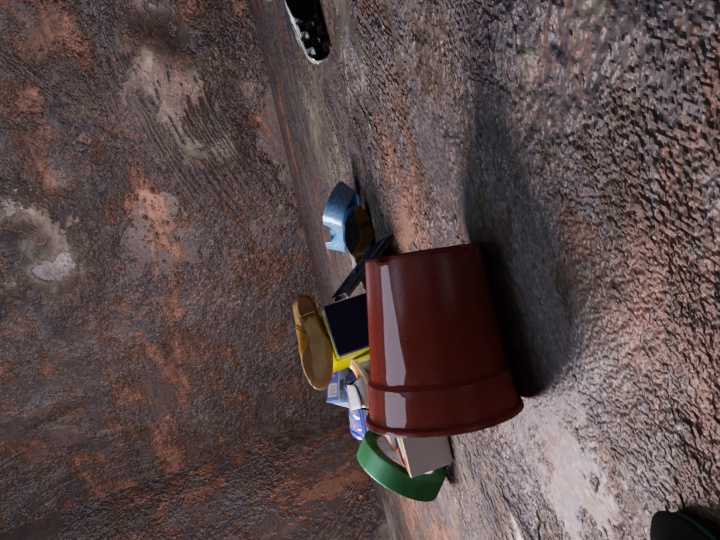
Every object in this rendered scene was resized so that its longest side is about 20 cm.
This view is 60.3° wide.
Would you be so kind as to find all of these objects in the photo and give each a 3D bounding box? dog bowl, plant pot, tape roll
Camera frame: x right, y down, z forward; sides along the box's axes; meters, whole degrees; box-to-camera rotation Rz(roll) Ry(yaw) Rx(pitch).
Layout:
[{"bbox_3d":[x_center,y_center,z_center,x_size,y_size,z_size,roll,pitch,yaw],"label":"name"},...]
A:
[{"bbox_3d":[-0.041,-0.122,1.489,0.202,0.048,0.113,89,-154,-59],"label":"dog bowl"},{"bbox_3d":[0.089,0.074,0.757,0.201,0.194,0.202,-177,79,-81],"label":"plant pot"},{"bbox_3d":[0.089,0.422,1.351,0.049,0.196,0.200,-65,16,6],"label":"tape roll"}]

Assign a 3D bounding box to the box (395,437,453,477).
[{"bbox_3d":[0.108,0.291,1.269,0.124,0.095,0.206,-140,35,-75],"label":"box"}]

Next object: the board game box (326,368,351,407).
[{"bbox_3d":[-0.023,0.257,1.640,0.198,0.042,0.206,32,-127,-54],"label":"board game box"}]

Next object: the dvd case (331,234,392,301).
[{"bbox_3d":[0.000,0.000,1.311,0.016,0.150,0.200,38,170,-5],"label":"dvd case"}]

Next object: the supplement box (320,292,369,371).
[{"bbox_3d":[-0.025,0.141,1.369,0.201,0.107,0.112,112,140,-70],"label":"supplement box"}]

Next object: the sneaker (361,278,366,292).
[{"bbox_3d":[0.041,0.064,1.427,0.202,0.071,0.118,91,169,-56],"label":"sneaker"}]

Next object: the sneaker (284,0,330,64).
[{"bbox_3d":[-0.124,-0.545,1.335,0.088,0.072,0.206,-156,51,-76],"label":"sneaker"}]

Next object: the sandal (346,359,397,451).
[{"bbox_3d":[0.012,0.290,1.306,0.079,0.058,0.211,102,144,-71],"label":"sandal"}]

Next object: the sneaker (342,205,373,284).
[{"bbox_3d":[-0.009,-0.066,1.457,0.089,0.073,0.205,-120,17,-58],"label":"sneaker"}]

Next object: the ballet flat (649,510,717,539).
[{"bbox_3d":[0.238,0.226,0.405,0.200,0.067,0.070,-145,39,-77],"label":"ballet flat"}]

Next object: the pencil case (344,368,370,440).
[{"bbox_3d":[0.005,0.339,1.533,0.088,0.076,0.204,-105,7,-51],"label":"pencil case"}]

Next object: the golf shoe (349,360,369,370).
[{"bbox_3d":[0.012,0.198,1.606,0.079,0.096,0.202,-52,19,27],"label":"golf shoe"}]

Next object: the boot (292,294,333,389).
[{"bbox_3d":[-0.104,0.152,1.359,0.144,0.069,0.208,138,119,-83],"label":"boot"}]
